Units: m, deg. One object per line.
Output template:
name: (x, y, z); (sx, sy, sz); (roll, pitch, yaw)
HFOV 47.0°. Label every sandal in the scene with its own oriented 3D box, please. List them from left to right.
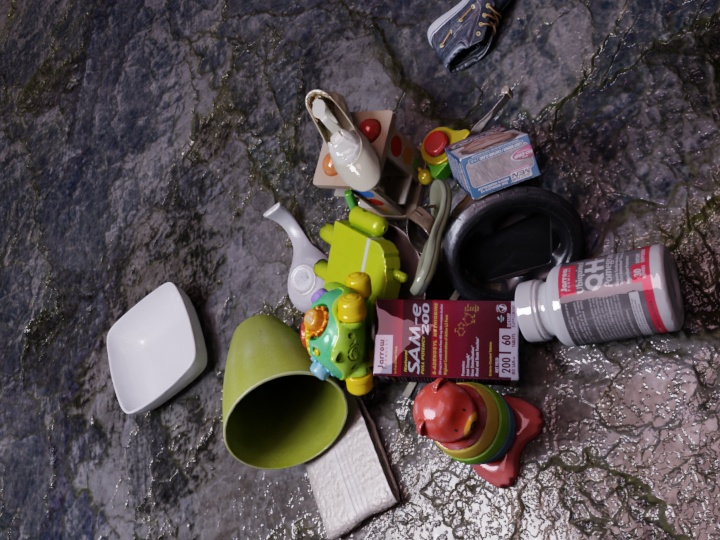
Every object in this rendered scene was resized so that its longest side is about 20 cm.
sandal: (0.091, -0.057, 1.184); (0.056, 0.080, 0.203); (16, 53, 2)

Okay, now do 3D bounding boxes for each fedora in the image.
fedora: (0.211, -0.043, 1.173); (0.200, 0.201, 0.092); (-39, 21, 15)

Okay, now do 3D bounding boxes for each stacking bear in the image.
stacking bear: (0.138, 0.196, 1.076); (0.113, 0.199, 0.123); (27, 87, 38)

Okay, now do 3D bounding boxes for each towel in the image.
towel: (-0.026, 0.289, 1.258); (0.132, 0.034, 0.202); (-36, 55, 20)

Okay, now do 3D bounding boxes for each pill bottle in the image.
pill bottle: (0.308, 0.039, 1.079); (0.197, 0.110, 0.113); (-13, 64, 30)

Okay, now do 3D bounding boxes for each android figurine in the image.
android figurine: (0.000, 0.000, 1.271); (0.199, 0.041, 0.185); (27, 113, 46)

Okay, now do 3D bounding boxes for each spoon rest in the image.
spoon rest: (-0.102, -0.021, 1.430); (0.099, 0.060, 0.202); (-33, 69, 21)

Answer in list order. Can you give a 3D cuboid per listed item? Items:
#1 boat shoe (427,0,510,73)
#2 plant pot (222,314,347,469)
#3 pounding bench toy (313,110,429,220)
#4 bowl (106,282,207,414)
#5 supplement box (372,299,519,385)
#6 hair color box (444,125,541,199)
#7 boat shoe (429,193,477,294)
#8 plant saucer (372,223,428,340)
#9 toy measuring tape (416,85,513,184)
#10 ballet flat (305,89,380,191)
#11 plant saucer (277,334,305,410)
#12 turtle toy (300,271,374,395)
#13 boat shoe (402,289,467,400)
boat shoe: (0.205, -0.414, 1.365); (0.200, 0.070, 0.092); (-39, 55, 24)
plant pot: (-0.134, 0.163, 1.270); (0.187, 0.187, 0.201); (-43, 37, 12)
pounding bench toy: (0.009, -0.135, 1.327); (0.123, 0.155, 0.203); (5, 74, 35)
bowl: (-0.364, 0.149, 1.522); (0.199, 0.074, 0.202); (-37, 54, 17)
supplement box: (0.118, 0.098, 1.143); (0.196, 0.061, 0.111); (0, 76, 9)
hair color box: (0.184, -0.159, 1.185); (0.099, 0.200, 0.061); (-20, 103, 4)
boat shoe: (0.154, -0.053, 1.255); (0.201, 0.074, 0.067); (-50, 28, 16)
plant saucer: (0.041, 0.029, 1.280); (0.199, 0.032, 0.204); (0, 90, 50)
toy measuring tape: (0.156, -0.222, 1.318); (0.201, 0.073, 0.074); (-50, 52, 7)
ballet flat: (-0.032, -0.201, 1.241); (0.069, 0.069, 0.201); (-38, 54, 15)
plant saucer: (-0.156, 0.194, 1.388); (0.197, 0.031, 0.203); (-13, 65, 30)
turtle toy: (-0.030, 0.078, 1.175); (0.099, 0.201, 0.148); (-3, 112, 8)
boat shoe: (0.130, 0.105, 1.210); (0.062, 0.074, 0.204); (25, 75, 5)
